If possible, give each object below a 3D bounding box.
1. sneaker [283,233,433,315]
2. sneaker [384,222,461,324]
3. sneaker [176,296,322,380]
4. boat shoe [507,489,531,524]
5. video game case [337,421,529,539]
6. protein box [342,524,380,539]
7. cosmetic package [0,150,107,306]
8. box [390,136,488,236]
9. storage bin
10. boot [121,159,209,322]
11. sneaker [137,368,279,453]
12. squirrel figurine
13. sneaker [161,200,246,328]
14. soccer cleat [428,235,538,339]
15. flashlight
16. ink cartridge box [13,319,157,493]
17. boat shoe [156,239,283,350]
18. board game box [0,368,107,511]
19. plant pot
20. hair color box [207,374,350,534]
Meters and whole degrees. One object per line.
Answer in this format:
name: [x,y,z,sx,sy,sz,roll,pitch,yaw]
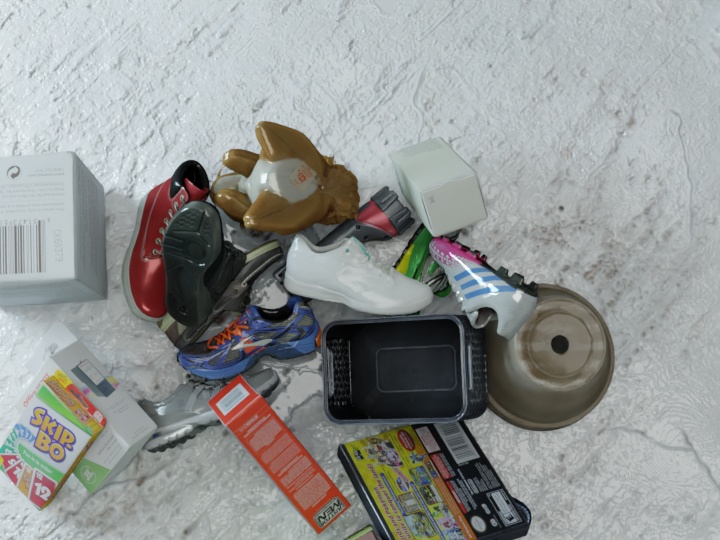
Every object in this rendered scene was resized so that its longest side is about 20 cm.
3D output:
sneaker: [0.000,0.000,1.628,0.198,0.075,0.089,10,109,5]
sneaker: [0.099,-0.013,1.712,0.085,0.078,0.201,33,90,-2]
sneaker: [-0.151,0.084,1.671,0.198,0.075,0.079,-17,118,-13]
boat shoe: [0.128,0.322,1.648,0.198,0.069,0.085,4,80,0]
video game case: [0.090,0.280,1.600,0.179,0.026,0.201,-12,46,-23]
protein box: [-0.037,0.427,1.561,0.198,0.200,0.136,-30,82,-6]
cosmetic package: [-0.430,-0.049,1.638,0.163,0.200,0.167,-3,81,-2]
box: [0.101,-0.114,1.656,0.082,0.200,0.069,-19,111,-2]
storage bin: [0.058,0.129,1.629,0.198,0.094,0.137,-4,85,22]
boot: [-0.249,-0.042,1.645,0.072,0.144,0.202,18,61,-29]
sneaker: [-0.205,0.168,1.667,0.199,0.075,0.083,-23,77,-7]
squirrel figurine: [-0.105,-0.100,1.679,0.199,0.186,0.143,5,78,-29]
sneaker: [-0.196,-0.030,1.590,0.076,0.200,0.115,21,46,12]
soccer cleat: [0.141,0.020,1.592,0.070,0.200,0.087,22,97,-40]
flashlight: [-0.020,-0.029,1.713,0.200,0.068,0.068,-41,64,-3]
ink cartridge box: [-0.374,0.176,1.639,0.200,0.067,0.117,46,124,7]
boat shoe: [-0.180,0.035,1.697,0.200,0.072,0.066,-36,88,-1]
board game box: [-0.402,0.220,1.617,0.096,0.030,0.200,44,122,7]
plant pot: [0.248,0.107,1.636,0.198,0.174,0.202,0,81,-2]
hair color box: [-0.104,0.235,1.605,0.061,0.101,0.201,-40,112,-9]
